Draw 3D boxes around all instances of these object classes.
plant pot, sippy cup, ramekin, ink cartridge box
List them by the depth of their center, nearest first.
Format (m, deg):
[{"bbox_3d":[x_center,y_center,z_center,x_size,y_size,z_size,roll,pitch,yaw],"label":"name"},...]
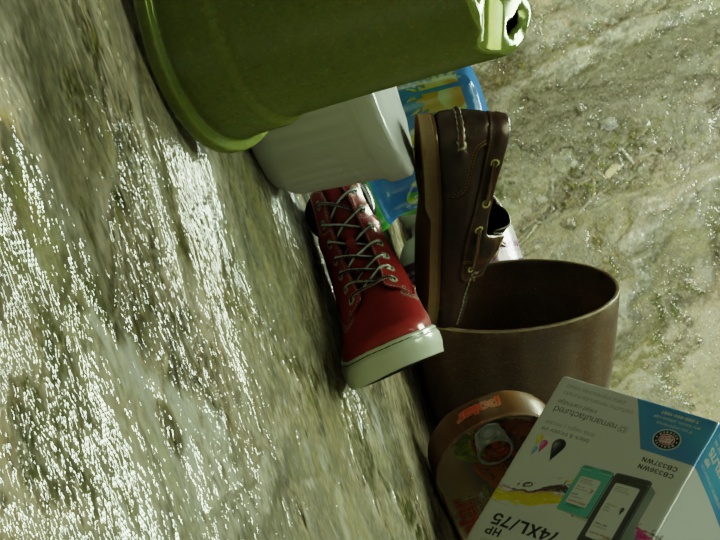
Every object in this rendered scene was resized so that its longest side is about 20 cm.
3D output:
[{"bbox_3d":[-0.006,-0.177,1.422,0.200,0.183,0.202,-6,90,-67],"label":"plant pot"},{"bbox_3d":[-0.038,-0.145,1.694,0.202,0.094,0.204,-18,90,-83],"label":"ramekin"},{"bbox_3d":[0.189,0.218,1.936,0.200,0.146,0.146,-57,143,-26],"label":"ink cartridge box"},{"bbox_3d":[0.047,-0.117,2.130,0.178,0.130,0.140,-27,97,-82],"label":"sippy cup"},{"bbox_3d":[0.137,0.114,2.148,0.187,0.186,0.201,-87,171,-72],"label":"plant pot"}]

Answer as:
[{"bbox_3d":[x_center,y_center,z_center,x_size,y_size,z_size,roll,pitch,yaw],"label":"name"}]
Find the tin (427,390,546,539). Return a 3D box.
[{"bbox_3d":[0.121,0.175,2.044,0.042,0.111,0.201,62,-3,46],"label":"tin"}]

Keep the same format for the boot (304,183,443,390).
[{"bbox_3d":[0.000,0.000,1.730,0.200,0.072,0.145,-118,-172,-83],"label":"boot"}]

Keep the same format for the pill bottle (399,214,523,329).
[{"bbox_3d":[0.101,0.016,2.284,0.112,0.112,0.201,11,61,-82],"label":"pill bottle"}]

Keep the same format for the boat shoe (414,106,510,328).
[{"bbox_3d":[0.073,-0.032,1.765,0.201,0.070,0.071,92,-10,-49],"label":"boat shoe"}]
